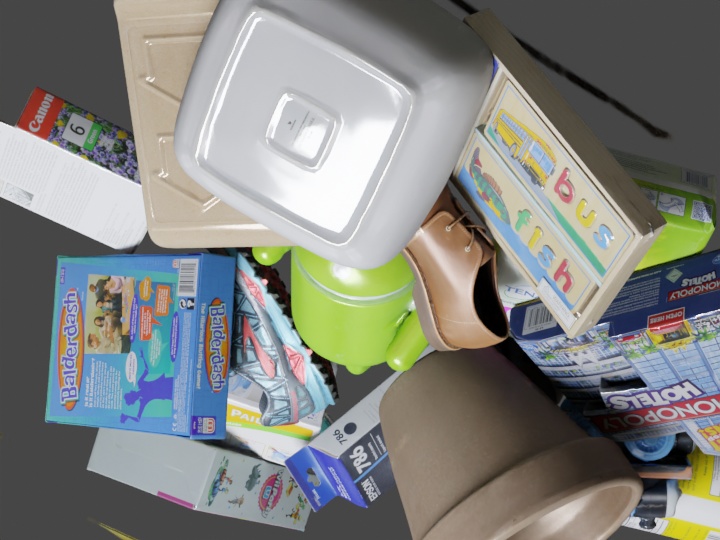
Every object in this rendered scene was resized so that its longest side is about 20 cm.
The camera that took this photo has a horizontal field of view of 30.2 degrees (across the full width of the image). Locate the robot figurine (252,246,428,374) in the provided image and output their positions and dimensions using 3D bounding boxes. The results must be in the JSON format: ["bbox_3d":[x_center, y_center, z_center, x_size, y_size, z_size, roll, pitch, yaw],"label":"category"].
[{"bbox_3d":[0.000,0.000,1.100,0.175,0.115,0.201,39,152,21],"label":"robot figurine"}]

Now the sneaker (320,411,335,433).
[{"bbox_3d":[-0.116,0.153,1.386,0.199,0.081,0.071,31,143,-21],"label":"sneaker"}]

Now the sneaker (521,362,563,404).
[{"bbox_3d":[0.156,0.145,1.277,0.069,0.076,0.201,8,145,10],"label":"sneaker"}]

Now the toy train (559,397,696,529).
[{"bbox_3d":[0.200,0.171,1.193,0.197,0.116,0.087,1,-172,5],"label":"toy train"}]

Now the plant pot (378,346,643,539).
[{"bbox_3d":[0.100,0.159,1.084,0.198,0.176,0.201,-25,151,-15],"label":"plant pot"}]

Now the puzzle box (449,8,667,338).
[{"bbox_3d":[0.119,-0.066,0.932,0.201,0.025,0.134,54,150,21],"label":"puzzle box"}]

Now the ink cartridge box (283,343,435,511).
[{"bbox_3d":[0.028,0.153,1.255,0.039,0.199,0.100,45,168,40],"label":"ink cartridge box"}]

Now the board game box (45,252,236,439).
[{"bbox_3d":[-0.195,0.063,1.166,0.198,0.155,0.045,1,175,40],"label":"board game box"}]

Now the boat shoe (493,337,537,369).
[{"bbox_3d":[0.135,0.051,1.169,0.197,0.063,0.075,13,147,5],"label":"boat shoe"}]

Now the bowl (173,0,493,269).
[{"bbox_3d":[-0.031,-0.105,0.912,0.198,0.075,0.202,30,119,4],"label":"bowl"}]

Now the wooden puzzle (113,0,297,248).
[{"bbox_3d":[-0.080,-0.114,0.992,0.182,0.046,0.203,0,113,15],"label":"wooden puzzle"}]

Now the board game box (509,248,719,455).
[{"bbox_3d":[0.247,0.086,1.050,0.198,0.062,0.200,-18,131,35],"label":"board game box"}]

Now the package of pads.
[{"bbox_3d":[0.177,-0.014,1.055,0.152,0.069,0.201,14,142,1],"label":"package of pads"}]

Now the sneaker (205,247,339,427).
[{"bbox_3d":[-0.101,0.052,1.177,0.095,0.079,0.202,-30,100,3],"label":"sneaker"}]

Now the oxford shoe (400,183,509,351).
[{"bbox_3d":[0.063,-0.032,0.990,0.071,0.071,0.202,-2,121,42],"label":"oxford shoe"}]

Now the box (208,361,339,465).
[{"bbox_3d":[-0.126,0.097,1.287,0.197,0.114,0.102,18,147,-2],"label":"box"}]

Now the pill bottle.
[{"bbox_3d":[0.280,0.196,1.276,0.197,0.105,0.105,13,145,3],"label":"pill bottle"}]

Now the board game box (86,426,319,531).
[{"bbox_3d":[-0.153,0.204,1.347,0.146,0.065,0.199,14,173,32],"label":"board game box"}]

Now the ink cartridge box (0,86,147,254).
[{"bbox_3d":[-0.262,-0.096,1.128,0.198,0.051,0.109,26,145,-13],"label":"ink cartridge box"}]
